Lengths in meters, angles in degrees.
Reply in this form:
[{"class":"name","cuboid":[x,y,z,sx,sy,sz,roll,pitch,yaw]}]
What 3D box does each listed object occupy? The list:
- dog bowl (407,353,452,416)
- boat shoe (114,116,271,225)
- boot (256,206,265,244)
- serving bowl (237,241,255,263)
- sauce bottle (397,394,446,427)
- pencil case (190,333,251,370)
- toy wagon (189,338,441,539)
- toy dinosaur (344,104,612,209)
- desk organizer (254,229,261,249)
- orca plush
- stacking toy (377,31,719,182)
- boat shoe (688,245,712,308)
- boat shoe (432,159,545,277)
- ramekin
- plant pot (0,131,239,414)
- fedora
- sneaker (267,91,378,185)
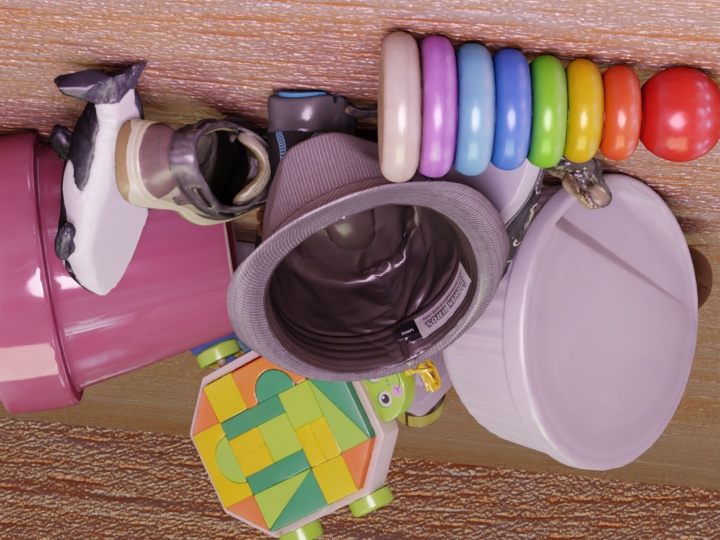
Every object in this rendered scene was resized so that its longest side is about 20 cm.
[{"class":"dog bowl","cuboid":[0.006,0.068,2.117,0.059,0.201,0.199,48,150,-24]},{"class":"boat shoe","cuboid":[-0.088,-0.065,1.672,0.066,0.072,0.201,5,180,25]},{"class":"boot","cuboid":[-0.012,0.031,1.877,0.075,0.202,0.107,-11,169,31]},{"class":"serving bowl","cuboid":[-0.124,0.022,2.260,0.198,0.066,0.200,7,170,1]},{"class":"sauce bottle","cuboid":[0.062,0.127,2.728,0.064,0.065,0.200,6,170,1]},{"class":"pencil case","cuboid":[-0.149,0.012,2.083,0.086,0.079,0.200,-9,152,27]},{"class":"toy wagon","cuboid":[-0.032,0.103,1.811,0.199,0.156,0.039,-28,175,33]},{"class":"toy dinosaur","cuboid":[0.064,-0.072,1.672,0.199,0.048,0.088,12,151,-23]},{"class":"desk organizer","cuboid":[0.000,0.000,2.046,0.077,0.072,0.199,11,169,-36]},{"class":"orca plush","cuboid":[-0.185,-0.070,1.668,0.071,0.105,0.200,34,157,21]},{"class":"stacking toy","cuboid":[0.110,-0.093,1.464,0.198,0.086,0.085,0,170,-2]},{"class":"boat shoe","cuboid":[0.158,-0.007,1.894,0.199,0.072,0.065,16,180,-8]},{"class":"boat shoe","cuboid":[0.083,-0.049,1.623,0.056,0.069,0.200,-20,153,-32]},{"class":"ramekin","cuboid":[0.140,0.033,1.776,0.094,0.204,0.202,3,171,44]},{"class":"plant pot","cuboid":[-0.178,-0.007,1.832,0.178,0.202,0.200,-8,170,-1]},{"class":"fedora","cuboid":[-0.003,-0.020,1.572,0.176,0.091,0.200,-28,143,10]},{"class":"sneaker","cuboid":[-0.021,-0.058,1.701,0.073,0.083,0.200,3,170,20]}]
